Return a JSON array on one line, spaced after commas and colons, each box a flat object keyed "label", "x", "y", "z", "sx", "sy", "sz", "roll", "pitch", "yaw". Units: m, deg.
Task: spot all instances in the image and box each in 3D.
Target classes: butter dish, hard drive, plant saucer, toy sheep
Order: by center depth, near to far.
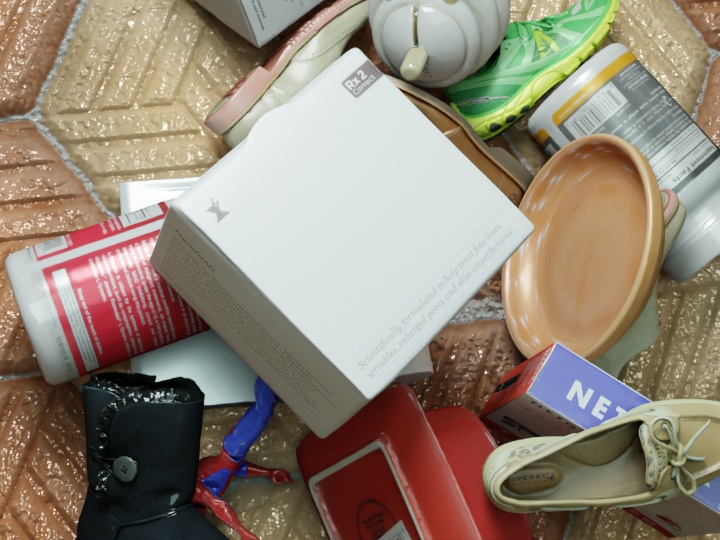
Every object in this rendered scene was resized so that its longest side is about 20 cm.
[{"label": "butter dish", "x": 0.067, "y": 0.191, "z": 1.148, "sx": 0.147, "sy": 0.200, "sz": 0.200, "roll": -15, "pitch": 76, "yaw": -36}, {"label": "plant saucer", "x": 0.189, "y": -0.014, "z": 1.183, "sx": 0.037, "sy": 0.200, "sz": 0.201, "roll": 14, "pitch": 74, "yaw": -27}, {"label": "hard drive", "x": -0.136, "y": 0.019, "z": 1.223, "sx": 0.131, "sy": 0.027, "sz": 0.201, "roll": -4, "pitch": 77, "yaw": -9}, {"label": "toy sheep", "x": 0.067, "y": -0.228, "z": 1.226, "sx": 0.138, "sy": 0.138, "sz": 0.200, "roll": 31, "pitch": 47, "yaw": 0}]

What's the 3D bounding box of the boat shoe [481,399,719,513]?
[{"label": "boat shoe", "x": 0.190, "y": 0.143, "z": 1.038, "sx": 0.199, "sy": 0.063, "sz": 0.074, "roll": -15, "pitch": 89, "yaw": 0}]

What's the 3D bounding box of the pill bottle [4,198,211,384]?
[{"label": "pill bottle", "x": -0.176, "y": 0.009, "z": 1.149, "sx": 0.199, "sy": 0.112, "sz": 0.113, "roll": -20, "pitch": 80, "yaw": -12}]

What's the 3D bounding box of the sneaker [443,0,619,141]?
[{"label": "sneaker", "x": 0.159, "y": -0.205, "z": 1.295, "sx": 0.200, "sy": 0.074, "sz": 0.084, "roll": -40, "pitch": 89, "yaw": -15}]

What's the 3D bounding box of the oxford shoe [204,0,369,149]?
[{"label": "oxford shoe", "x": -0.049, "y": -0.172, "z": 1.259, "sx": 0.074, "sy": 0.071, "sz": 0.200, "roll": 48, "pitch": 72, "yaw": -12}]

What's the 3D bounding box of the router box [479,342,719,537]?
[{"label": "router box", "x": 0.209, "y": 0.144, "z": 1.161, "sx": 0.200, "sy": 0.180, "sz": 0.049, "roll": 32, "pitch": 76, "yaw": 1}]

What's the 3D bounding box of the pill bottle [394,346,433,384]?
[{"label": "pill bottle", "x": 0.000, "y": 0.000, "z": 1.203, "sx": 0.111, "sy": 0.111, "sz": 0.201, "roll": -11, "pitch": 78, "yaw": -10}]

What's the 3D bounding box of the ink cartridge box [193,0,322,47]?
[{"label": "ink cartridge box", "x": -0.065, "y": -0.309, "z": 1.254, "sx": 0.200, "sy": 0.084, "sz": 0.146, "roll": -39, "pitch": 50, "yaw": -15}]

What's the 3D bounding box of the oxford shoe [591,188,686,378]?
[{"label": "oxford shoe", "x": 0.232, "y": 0.021, "z": 1.219, "sx": 0.074, "sy": 0.071, "sz": 0.200, "roll": 24, "pitch": 118, "yaw": -10}]

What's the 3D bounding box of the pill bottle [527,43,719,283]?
[{"label": "pill bottle", "x": 0.253, "y": -0.094, "z": 1.260, "sx": 0.116, "sy": 0.116, "sz": 0.200, "roll": -40, "pitch": 85, "yaw": -15}]

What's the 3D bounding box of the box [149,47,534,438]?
[{"label": "box", "x": -0.017, "y": -0.019, "z": 1.066, "sx": 0.200, "sy": 0.131, "sz": 0.199, "roll": 45, "pitch": 66, "yaw": 3}]

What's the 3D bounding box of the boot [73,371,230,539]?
[{"label": "boot", "x": -0.140, "y": 0.174, "z": 1.101, "sx": 0.199, "sy": 0.076, "sz": 0.169, "roll": 13, "pitch": 102, "yaw": 27}]

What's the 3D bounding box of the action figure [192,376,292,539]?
[{"label": "action figure", "x": -0.075, "y": 0.151, "z": 1.157, "sx": 0.099, "sy": 0.065, "sz": 0.200, "roll": 39, "pitch": 105, "yaw": 0}]

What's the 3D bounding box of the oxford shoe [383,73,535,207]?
[{"label": "oxford shoe", "x": 0.062, "y": -0.105, "z": 1.245, "sx": 0.200, "sy": 0.071, "sz": 0.071, "roll": 36, "pitch": 79, "yaw": -12}]
